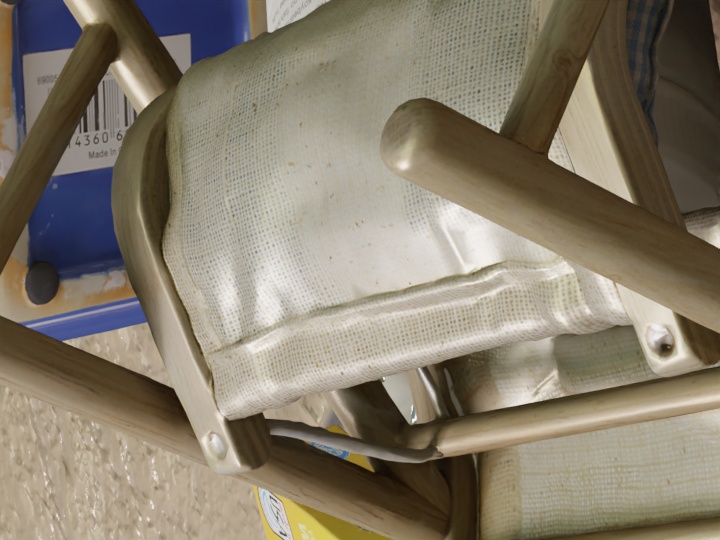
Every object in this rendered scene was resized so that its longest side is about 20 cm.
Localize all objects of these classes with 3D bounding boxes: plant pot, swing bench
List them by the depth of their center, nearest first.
[{"bbox_3d":[0.030,0.005,0.576,0.198,0.200,0.130,-14,42,46],"label":"swing bench"},{"bbox_3d":[-0.139,-0.072,1.029,0.179,0.199,0.201,14,110,49],"label":"plant pot"}]

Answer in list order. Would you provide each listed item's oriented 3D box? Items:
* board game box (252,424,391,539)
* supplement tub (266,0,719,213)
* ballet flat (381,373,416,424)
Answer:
[{"bbox_3d":[0.032,0.157,0.906,0.200,0.040,0.154,30,138,62],"label":"board game box"},{"bbox_3d":[0.035,-0.094,0.760,0.132,0.131,0.201,-45,43,52],"label":"supplement tub"},{"bbox_3d":[0.000,0.000,0.947,0.074,0.074,0.201,-12,89,57],"label":"ballet flat"}]
